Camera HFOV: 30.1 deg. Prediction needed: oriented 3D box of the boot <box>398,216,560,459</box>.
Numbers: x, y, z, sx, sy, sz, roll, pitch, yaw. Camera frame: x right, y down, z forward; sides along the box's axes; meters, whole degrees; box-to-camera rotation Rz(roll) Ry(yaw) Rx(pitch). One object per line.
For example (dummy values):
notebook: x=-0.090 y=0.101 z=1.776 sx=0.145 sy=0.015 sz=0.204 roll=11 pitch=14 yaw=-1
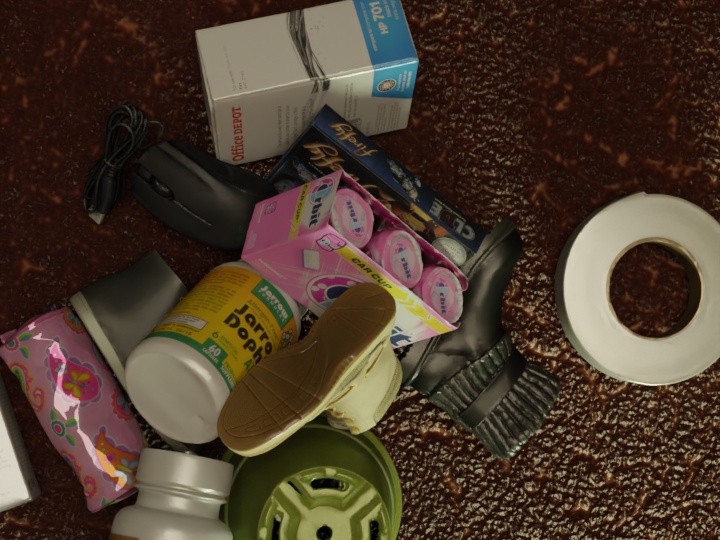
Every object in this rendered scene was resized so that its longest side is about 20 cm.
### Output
boot: x=0.145 y=0.069 z=1.360 sx=0.157 sy=0.079 sz=0.212 roll=33 pitch=95 yaw=1

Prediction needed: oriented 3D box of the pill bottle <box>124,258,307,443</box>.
pill bottle: x=-0.125 y=0.062 z=1.270 sx=0.113 sy=0.113 sz=0.200 roll=45 pitch=43 yaw=-4

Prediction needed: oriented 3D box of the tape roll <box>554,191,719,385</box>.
tape roll: x=0.304 y=0.019 z=1.406 sx=0.202 sy=0.037 sz=0.204 roll=0 pitch=89 yaw=-7

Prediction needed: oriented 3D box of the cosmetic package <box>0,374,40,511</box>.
cosmetic package: x=-0.391 y=0.141 z=1.293 sx=0.101 sy=0.074 sz=0.201 roll=-18 pitch=88 yaw=-7

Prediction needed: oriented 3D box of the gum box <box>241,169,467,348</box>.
gum box: x=0.000 y=0.000 z=1.265 sx=0.200 sy=0.113 sz=0.066 roll=39 pitch=49 yaw=-34

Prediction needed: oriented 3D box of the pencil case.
pencil case: x=-0.275 y=0.133 z=1.305 sx=0.087 sy=0.087 sz=0.201 roll=-31 pitch=92 yaw=-7

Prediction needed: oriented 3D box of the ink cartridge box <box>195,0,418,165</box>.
ink cartridge box: x=-0.053 y=-0.183 z=1.302 sx=0.199 sy=0.147 sz=0.086 roll=-11 pitch=71 yaw=-7

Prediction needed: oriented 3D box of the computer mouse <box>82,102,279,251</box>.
computer mouse: x=-0.169 y=-0.068 z=1.309 sx=0.199 sy=0.053 sz=0.139 roll=21 pitch=128 yaw=-11

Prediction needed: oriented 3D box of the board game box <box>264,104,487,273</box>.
board game box: x=0.007 y=-0.057 z=1.317 sx=0.200 sy=0.135 sz=0.035 roll=38 pitch=50 yaw=-8

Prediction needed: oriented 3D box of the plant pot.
plant pot: x=-0.044 y=0.235 z=1.277 sx=0.199 sy=0.190 sz=0.201 roll=0 pitch=87 yaw=-7

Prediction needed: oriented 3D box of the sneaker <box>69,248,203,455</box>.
sneaker: x=-0.189 y=0.082 z=1.319 sx=0.106 sy=0.075 sz=0.200 roll=-34 pitch=92 yaw=-7

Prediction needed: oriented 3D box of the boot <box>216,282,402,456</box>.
boot: x=-0.039 y=0.119 z=1.238 sx=0.073 sy=0.156 sz=0.200 roll=37 pitch=69 yaw=24

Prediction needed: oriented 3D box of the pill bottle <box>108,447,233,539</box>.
pill bottle: x=-0.179 y=0.271 z=1.235 sx=0.114 sy=0.114 sz=0.201 roll=11 pitch=78 yaw=-7
